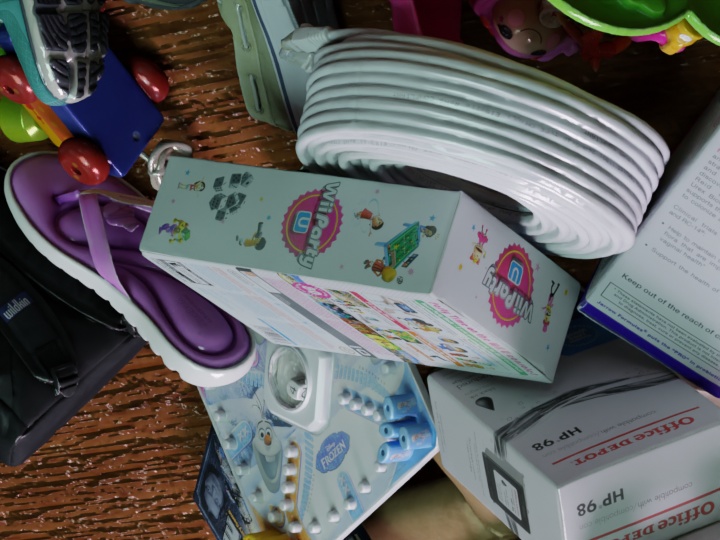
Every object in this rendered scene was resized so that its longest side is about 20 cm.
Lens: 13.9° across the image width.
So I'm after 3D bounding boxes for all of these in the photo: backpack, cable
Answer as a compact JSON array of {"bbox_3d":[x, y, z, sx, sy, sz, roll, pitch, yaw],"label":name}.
[{"bbox_3d":[-0.243,0.014,1.875,0.200,0.163,0.154,44,151,2],"label":"backpack"},{"bbox_3d":[0.063,-0.066,1.585,0.200,0.069,0.200,26,168,-31],"label":"cable"}]

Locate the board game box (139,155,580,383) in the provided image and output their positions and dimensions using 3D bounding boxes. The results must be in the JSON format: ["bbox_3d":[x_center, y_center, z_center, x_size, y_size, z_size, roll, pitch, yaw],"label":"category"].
[{"bbox_3d":[0.000,0.000,1.647,0.200,0.064,0.147,9,164,34],"label":"board game box"}]

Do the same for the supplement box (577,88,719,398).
[{"bbox_3d":[0.218,-0.040,1.612,0.103,0.101,0.200,32,136,0],"label":"supplement box"}]

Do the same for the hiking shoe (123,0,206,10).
[{"bbox_3d":[-0.141,-0.234,1.657,0.200,0.076,0.101,47,137,-14],"label":"hiking shoe"}]

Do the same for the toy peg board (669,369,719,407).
[{"bbox_3d":[0.258,0.175,1.743,0.199,0.098,0.200,10,135,1],"label":"toy peg board"}]

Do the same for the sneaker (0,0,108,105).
[{"bbox_3d":[-0.208,-0.178,1.699,0.080,0.077,0.200,-33,74,23],"label":"sneaker"}]

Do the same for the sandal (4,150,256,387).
[{"bbox_3d":[-0.135,-0.014,1.822,0.203,0.082,0.050,42,139,14],"label":"sandal"}]

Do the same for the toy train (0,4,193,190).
[{"bbox_3d":[-0.175,-0.091,1.808,0.116,0.085,0.200,5,142,46],"label":"toy train"}]

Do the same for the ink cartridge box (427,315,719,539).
[{"bbox_3d":[0.135,0.105,1.647,0.200,0.116,0.067,39,144,56],"label":"ink cartridge box"}]

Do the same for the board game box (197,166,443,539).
[{"bbox_3d":[-0.044,0.066,1.816,0.200,0.026,0.200,-46,60,45],"label":"board game box"}]

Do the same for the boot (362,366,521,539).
[{"bbox_3d":[0.042,0.143,1.840,0.175,0.066,0.200,45,143,-20],"label":"boot"}]

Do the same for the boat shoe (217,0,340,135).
[{"bbox_3d":[-0.053,-0.153,1.683,0.062,0.072,0.200,6,133,21],"label":"boat shoe"}]

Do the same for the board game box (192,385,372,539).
[{"bbox_3d":[-0.041,0.181,1.904,0.200,0.035,0.136,57,150,29],"label":"board game box"}]

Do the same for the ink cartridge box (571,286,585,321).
[{"bbox_3d":[0.138,0.102,1.821,0.199,0.041,0.200,25,136,7],"label":"ink cartridge box"}]

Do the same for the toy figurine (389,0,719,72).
[{"bbox_3d":[0.099,-0.160,1.579,0.200,0.151,0.184,27,153,-24],"label":"toy figurine"}]
